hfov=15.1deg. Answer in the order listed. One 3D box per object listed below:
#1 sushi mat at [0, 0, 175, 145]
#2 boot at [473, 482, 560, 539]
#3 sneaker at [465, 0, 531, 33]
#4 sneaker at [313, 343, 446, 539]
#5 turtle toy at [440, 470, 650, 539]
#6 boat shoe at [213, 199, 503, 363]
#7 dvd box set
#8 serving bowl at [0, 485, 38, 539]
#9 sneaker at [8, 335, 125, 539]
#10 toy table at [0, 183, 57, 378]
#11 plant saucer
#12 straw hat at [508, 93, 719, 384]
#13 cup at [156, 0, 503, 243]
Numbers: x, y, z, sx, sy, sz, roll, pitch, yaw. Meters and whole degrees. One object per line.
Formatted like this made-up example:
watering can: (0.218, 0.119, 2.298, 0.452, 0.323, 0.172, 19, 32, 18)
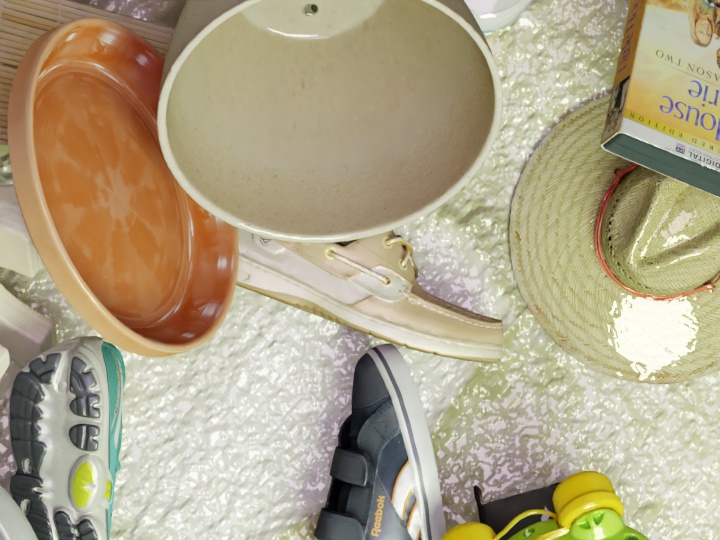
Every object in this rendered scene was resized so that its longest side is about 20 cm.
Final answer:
sushi mat: (-0.150, -0.108, 1.628, 0.200, 0.012, 0.096, 11, 79, -41)
boot: (0.171, 0.186, 1.667, 0.200, 0.077, 0.139, -8, 82, -6)
sneaker: (0.111, -0.240, 1.683, 0.076, 0.081, 0.200, 30, 86, -4)
sneaker: (0.009, 0.148, 1.652, 0.079, 0.078, 0.200, -11, 89, -11)
turtle toy: (0.104, 0.218, 1.589, 0.200, 0.101, 0.146, -25, 54, 7)
boat shoe: (0.000, 0.000, 1.663, 0.200, 0.074, 0.069, 20, 91, -2)
dvd box set: (0.232, -0.139, 1.664, 0.146, 0.029, 0.200, 22, 63, -14)
serving bowl: (-0.259, 0.188, 1.610, 0.200, 0.066, 0.201, 6, 105, 25)
sneaker: (-0.171, 0.137, 1.641, 0.077, 0.080, 0.200, 14, 103, 16)
toy table: (-0.238, -0.003, 1.604, 0.117, 0.184, 0.200, 25, 75, 10)
plant saucer: (-0.139, -0.046, 1.566, 0.032, 0.200, 0.201, -18, 87, 29)
straw hat: (0.194, -0.030, 1.673, 0.201, 0.085, 0.202, 0, 87, -5)
cup: (-0.023, -0.136, 1.611, 0.200, 0.201, 0.143, -3, 44, -4)
